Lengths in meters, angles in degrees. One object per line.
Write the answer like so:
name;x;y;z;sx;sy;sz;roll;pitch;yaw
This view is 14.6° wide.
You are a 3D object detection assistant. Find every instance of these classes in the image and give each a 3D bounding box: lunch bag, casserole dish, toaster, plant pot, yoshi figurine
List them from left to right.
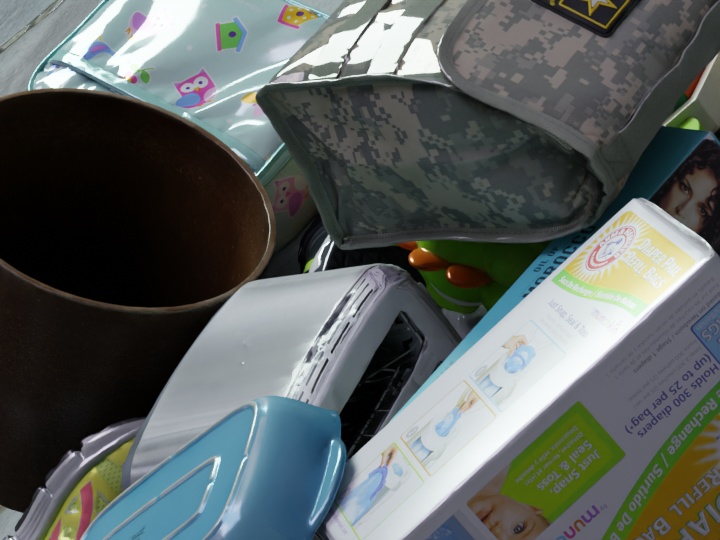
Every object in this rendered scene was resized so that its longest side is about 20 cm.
plant pot;-0.161;0.034;1.573;0.187;0.186;0.201;-72;1;-53
casserole dish;-0.081;0.125;1.262;0.200;0.039;0.122;-39;24;40
lunch bag;-0.091;-0.097;1.682;0.199;0.077;0.160;26;58;33
toaster;-0.028;0.083;1.410;0.129;0.114;0.200;-16;31;43
yoshi figurine;0.063;-0.033;1.483;0.112;0.113;0.200;-38;40;-4
lunch bag;0.078;-0.099;1.362;0.199;0.118;0.164;-1;38;42

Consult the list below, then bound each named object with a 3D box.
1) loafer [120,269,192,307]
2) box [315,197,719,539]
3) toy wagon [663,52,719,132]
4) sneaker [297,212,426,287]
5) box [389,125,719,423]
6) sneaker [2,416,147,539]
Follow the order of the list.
loafer;-0.143;0.062;1.700;0.200;0.072;0.063;-41;-4;34
box;0.093;0.083;1.203;0.200;0.113;0.101;-43;20;0
toy wagon;0.149;-0.079;1.522;0.155;0.040;0.200;-41;21;2
sneaker;0.000;0.000;1.603;0.083;0.072;0.200;-42;12;33
box;0.111;0.031;1.317;0.200;0.082;0.049;-48;24;-15
sneaker;-0.144;0.163;1.503;0.090;0.078;0.200;44;95;24
